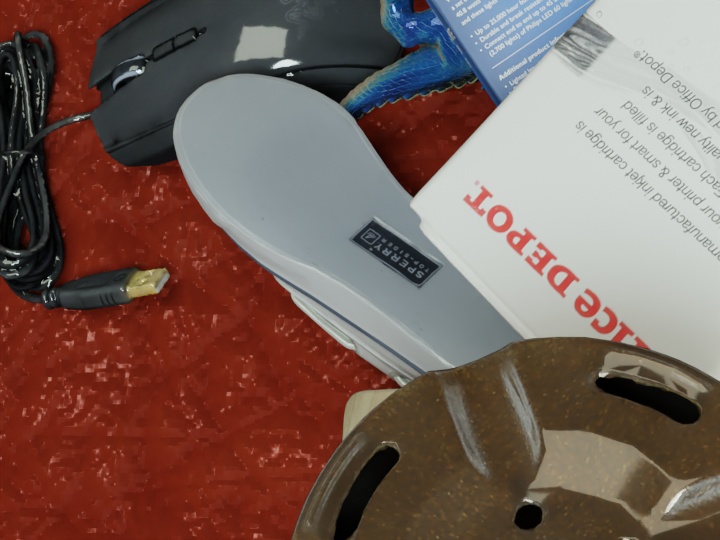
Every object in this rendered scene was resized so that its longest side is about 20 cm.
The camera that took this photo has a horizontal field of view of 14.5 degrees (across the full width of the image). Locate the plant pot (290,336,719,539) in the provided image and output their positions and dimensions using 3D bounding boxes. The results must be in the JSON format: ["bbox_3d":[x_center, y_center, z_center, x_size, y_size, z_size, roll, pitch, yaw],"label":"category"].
[{"bbox_3d":[0.066,0.133,0.844,0.200,0.198,0.201,-6,58,9],"label":"plant pot"}]

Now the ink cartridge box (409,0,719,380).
[{"bbox_3d":[0.139,-0.038,0.954,0.200,0.084,0.146,-47,59,6],"label":"ink cartridge box"}]

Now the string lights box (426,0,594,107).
[{"bbox_3d":[0.090,-0.094,1.053,0.103,0.059,0.200,-34,91,4],"label":"string lights box"}]

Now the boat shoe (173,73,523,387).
[{"bbox_3d":[0.000,0.000,1.111,0.073,0.065,0.200,-35,59,-19],"label":"boat shoe"}]

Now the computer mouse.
[{"bbox_3d":[-0.078,-0.059,1.182,0.199,0.046,0.141,-10,66,21],"label":"computer mouse"}]

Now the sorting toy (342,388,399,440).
[{"bbox_3d":[0.092,0.144,1.009,0.198,0.070,0.201,-4,69,22],"label":"sorting toy"}]

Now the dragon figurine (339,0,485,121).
[{"bbox_3d":[0.063,-0.093,1.122,0.200,0.059,0.099,-47,59,0],"label":"dragon figurine"}]
